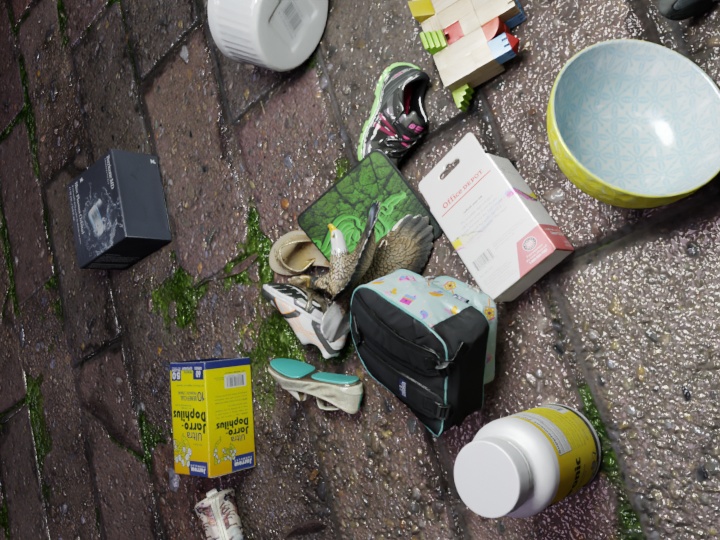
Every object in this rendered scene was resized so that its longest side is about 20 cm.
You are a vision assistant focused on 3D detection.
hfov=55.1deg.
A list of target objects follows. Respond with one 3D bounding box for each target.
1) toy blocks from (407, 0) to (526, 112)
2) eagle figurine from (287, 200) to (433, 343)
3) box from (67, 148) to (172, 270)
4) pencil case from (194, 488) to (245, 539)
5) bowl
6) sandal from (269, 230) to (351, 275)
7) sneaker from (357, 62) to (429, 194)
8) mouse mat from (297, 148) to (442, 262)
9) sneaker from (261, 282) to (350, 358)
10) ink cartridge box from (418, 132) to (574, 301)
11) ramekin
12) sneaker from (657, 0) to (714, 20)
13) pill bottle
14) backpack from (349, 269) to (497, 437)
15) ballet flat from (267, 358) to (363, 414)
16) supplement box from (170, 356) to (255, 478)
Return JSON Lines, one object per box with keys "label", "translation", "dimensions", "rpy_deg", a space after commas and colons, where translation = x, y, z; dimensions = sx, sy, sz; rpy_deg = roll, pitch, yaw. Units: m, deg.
{"label": "toy blocks", "translation": [0.158, -0.342, 0.939], "dimensions": [0.136, 0.100, 0.202], "rpy_deg": [-24, 76, 26]}
{"label": "eagle figurine", "translation": [-0.004, -0.007, 0.990], "dimensions": [0.199, 0.152, 0.151], "rpy_deg": [-23, 116, 31]}
{"label": "box", "translation": [-0.521, -0.126, 1.482], "dimensions": [0.199, 0.117, 0.198], "rpy_deg": [-24, 74, 36]}
{"label": "pencil case", "translation": [-0.240, 0.499, 1.248], "dimensions": [0.090, 0.077, 0.201], "rpy_deg": [120, 132, -61]}
{"label": "bowl", "translation": [0.296, -0.147, 0.781], "dimensions": [0.108, 0.199, 0.201], "rpy_deg": [100, 150, -68]}
{"label": "sandal", "translation": [-0.103, -0.032, 1.155], "dimensions": [0.210, 0.069, 0.078], "rpy_deg": [-1, 88, 40]}
{"label": "sneaker", "translation": [0.053, -0.207, 1.025], "dimensions": [0.083, 0.076, 0.202], "rpy_deg": [19, 102, 43]}
{"label": "mouse mat", "translation": [0.010, -0.070, 1.054], "dimensions": [0.200, 0.008, 0.161], "rpy_deg": [-37, 95, 34]}
{"label": "sneaker", "translation": [-0.100, 0.079, 1.148], "dimensions": [0.199, 0.073, 0.081], "rpy_deg": [28, 109, 37]}
{"label": "ink cartridge box", "translation": [0.175, -0.072, 0.923], "dimensions": [0.116, 0.067, 0.201], "rpy_deg": [-43, 64, 30]}
{"label": "ramekin", "translation": [-0.142, -0.425, 1.122], "dimensions": [0.097, 0.200, 0.202], "rpy_deg": [29, 107, 29]}
{"label": "sneaker", "translation": [0.387, -0.379, 0.758], "dimensions": [0.200, 0.075, 0.116], "rpy_deg": [-44, 57, 19]}
{"label": "pill bottle", "translation": [0.196, 0.224, 0.811], "dimensions": [0.111, 0.199, 0.112], "rpy_deg": [-1, 88, 40]}
{"label": "backpack", "translation": [0.082, 0.090, 0.924], "dimensions": [0.199, 0.153, 0.177], "rpy_deg": [26, 134, 39]}
{"label": "ballet flat", "translation": [-0.080, 0.194, 1.135], "dimensions": [0.199, 0.067, 0.063], "rpy_deg": [8, 104, 40]}
{"label": "supplement box", "translation": [-0.271, 0.264, 1.263], "dimensions": [0.108, 0.109, 0.202], "rpy_deg": [-8, 84, 40]}
